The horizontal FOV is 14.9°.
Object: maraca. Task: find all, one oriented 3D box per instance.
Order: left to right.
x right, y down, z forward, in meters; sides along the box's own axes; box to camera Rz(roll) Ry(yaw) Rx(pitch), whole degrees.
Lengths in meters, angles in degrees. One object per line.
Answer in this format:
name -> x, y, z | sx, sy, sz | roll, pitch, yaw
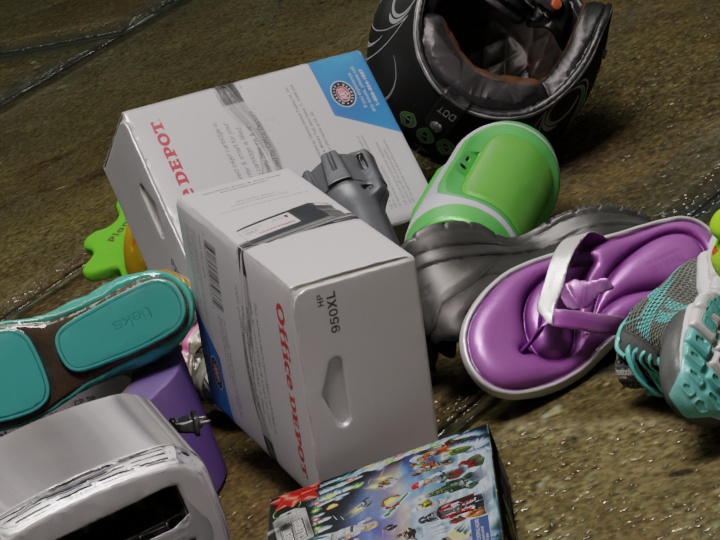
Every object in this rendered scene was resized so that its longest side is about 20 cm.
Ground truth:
maraca -> -0.131, -0.027, 2.100 | 0.199, 0.107, 0.137 | 8, 47, 43

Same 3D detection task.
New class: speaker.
speaker -> 0.087, -0.039, 1.930 | 0.088, 0.089, 0.200 | -15, 17, 20

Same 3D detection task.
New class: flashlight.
flashlight -> 0.000, 0.000, 1.831 | 0.067, 0.068, 0.200 | -1, 35, -18

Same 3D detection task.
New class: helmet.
helmet -> 0.098, -0.176, 2.169 | 0.199, 0.201, 0.191 | -24, -3, -10

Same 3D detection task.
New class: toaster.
toaster -> -0.157, 0.151, 1.586 | 0.199, 0.114, 0.129 | -23, 20, -15

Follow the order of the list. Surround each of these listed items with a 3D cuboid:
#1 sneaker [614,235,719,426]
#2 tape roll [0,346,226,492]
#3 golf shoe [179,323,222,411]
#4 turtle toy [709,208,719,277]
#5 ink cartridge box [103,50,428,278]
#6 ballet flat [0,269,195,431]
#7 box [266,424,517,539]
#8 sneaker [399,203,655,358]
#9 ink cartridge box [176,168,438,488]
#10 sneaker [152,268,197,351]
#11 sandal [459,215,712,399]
sneaker -> 0.187, 0.050, 1.588 | 0.091, 0.078, 0.200 | -32, 8, 21
tape roll -> -0.192, 0.125, 1.753 | 0.199, 0.085, 0.200 | -20, 16, 6
golf shoe -> -0.034, 0.038, 1.879 | 0.092, 0.073, 0.200 | 14, 42, 40
turtle toy -> 0.298, -0.017, 1.552 | 0.199, 0.102, 0.146 | -12, 17, 5
ink cartridge box -> -0.067, -0.059, 1.993 | 0.199, 0.146, 0.084 | -16, -22, -25
ballet flat -> -0.196, 0.058, 1.737 | 0.199, 0.068, 0.070 | -21, -8, -2
box -> 0.017, 0.155, 1.482 | 0.136, 0.040, 0.200 | -20, 17, 5
sneaker -> 0.116, 0.015, 1.761 | 0.199, 0.091, 0.076 | -9, -33, -21
ink cartridge box -> -0.033, 0.038, 1.673 | 0.084, 0.146, 0.200 | -16, 23, -18
sneaker -> -0.166, 0.076, 1.926 | 0.199, 0.087, 0.076 | -31, 53, 32
sandal -> 0.144, 0.010, 1.701 | 0.202, 0.083, 0.050 | -28, -21, -28
